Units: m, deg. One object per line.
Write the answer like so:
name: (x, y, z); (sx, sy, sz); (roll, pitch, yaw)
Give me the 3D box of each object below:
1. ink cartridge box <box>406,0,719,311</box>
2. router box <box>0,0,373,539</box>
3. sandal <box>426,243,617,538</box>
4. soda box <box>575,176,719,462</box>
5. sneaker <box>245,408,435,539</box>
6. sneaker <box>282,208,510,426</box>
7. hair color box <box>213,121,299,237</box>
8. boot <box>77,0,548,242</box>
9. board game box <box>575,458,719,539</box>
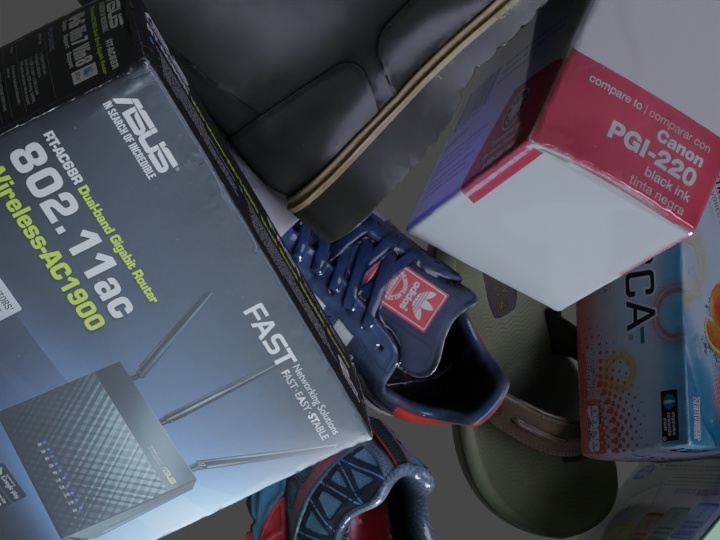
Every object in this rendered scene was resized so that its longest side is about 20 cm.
ink cartridge box: (0.113, -0.099, 1.154); (0.085, 0.146, 0.200); (28, 69, -11)
router box: (-0.104, 0.012, 1.025); (0.150, 0.062, 0.200); (-26, 125, 6)
sandal: (0.082, 0.051, 1.290); (0.080, 0.057, 0.201); (-38, 129, -25)
soda box: (0.143, -0.013, 1.274); (0.063, 0.068, 0.201); (6, 79, -44)
sneaker: (-0.001, 0.160, 1.228); (0.079, 0.095, 0.200); (-20, 116, -35)
sneaker: (0.000, 0.000, 1.185); (0.075, 0.084, 0.200); (-56, 131, -13)
hair color box: (-0.024, -0.103, 1.120); (0.200, 0.065, 0.109); (-44, 103, -21)
boot: (0.000, -0.130, 1.063); (0.138, 0.077, 0.200); (41, 68, -11)
board game box: (0.113, 0.173, 1.286); (0.040, 0.153, 0.200); (44, 77, -9)
